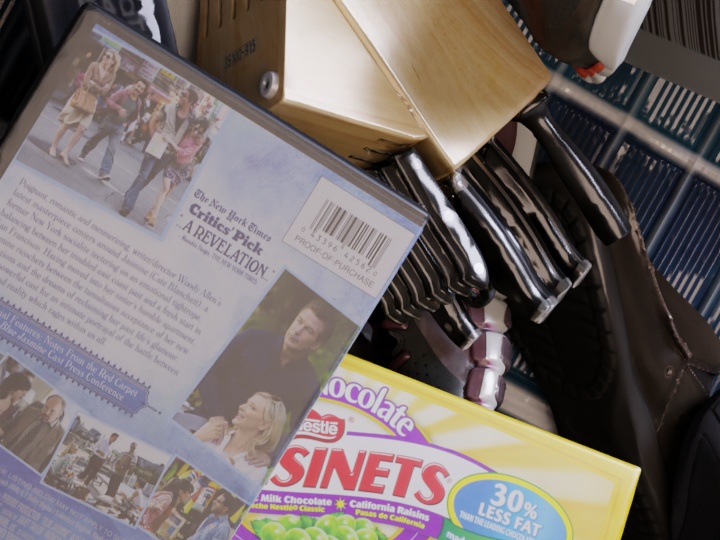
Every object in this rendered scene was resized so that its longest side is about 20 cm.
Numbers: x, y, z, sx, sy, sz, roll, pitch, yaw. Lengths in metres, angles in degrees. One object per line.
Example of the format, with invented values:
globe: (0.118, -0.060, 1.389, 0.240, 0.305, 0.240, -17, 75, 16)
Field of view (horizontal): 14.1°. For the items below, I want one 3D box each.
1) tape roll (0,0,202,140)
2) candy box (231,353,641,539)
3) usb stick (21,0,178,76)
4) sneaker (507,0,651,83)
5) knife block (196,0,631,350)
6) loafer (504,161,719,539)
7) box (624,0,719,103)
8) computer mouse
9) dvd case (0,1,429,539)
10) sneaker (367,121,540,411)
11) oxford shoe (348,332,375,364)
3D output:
tape roll: (-0.127, -0.092, 1.066, 0.202, 0.037, 0.204, 6, 80, -34)
candy box: (-0.002, 0.086, 1.070, 0.199, 0.026, 0.103, 21, 72, -10)
usb stick: (-0.092, -0.084, 1.041, 0.055, 0.033, 0.201, -13, 88, -28)
sneaker: (0.060, -0.130, 1.096, 0.082, 0.200, 0.077, 21, 105, -17)
knife block: (0.026, -0.077, 1.098, 0.175, 0.064, 0.201, 14, 67, -33)
loafer: (0.113, 0.031, 1.238, 0.071, 0.073, 0.201, -36, 126, -27)
box: (0.201, -0.174, 1.134, 0.171, 0.199, 0.201, -11, 109, -20)
computer mouse: (0.185, 0.133, 1.269, 0.140, 0.046, 0.201, -16, 121, -45)
dvd case: (-0.087, 0.027, 1.012, 0.142, 0.018, 0.200, 31, 93, -11)
sneaker: (0.000, 0.000, 1.150, 0.115, 0.076, 0.201, 18, 61, -15)
oxford shoe: (0.019, 0.086, 1.222, 0.075, 0.070, 0.200, -45, 116, -41)
